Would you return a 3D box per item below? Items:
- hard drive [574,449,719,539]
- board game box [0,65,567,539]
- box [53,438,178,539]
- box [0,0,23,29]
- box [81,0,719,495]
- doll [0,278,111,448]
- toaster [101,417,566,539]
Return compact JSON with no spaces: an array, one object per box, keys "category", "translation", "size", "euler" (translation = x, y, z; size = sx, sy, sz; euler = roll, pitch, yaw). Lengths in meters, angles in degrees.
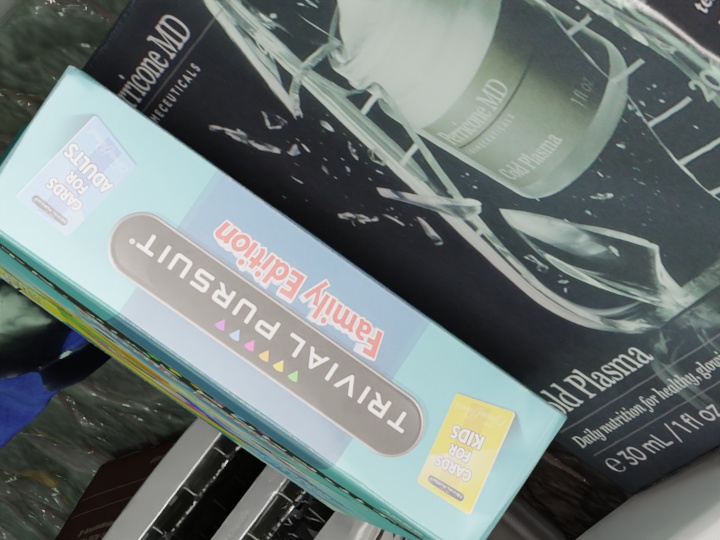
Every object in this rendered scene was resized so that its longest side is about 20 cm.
[{"category":"hard drive","translation":[0.120,0.048,0.741],"size":[0.027,0.200,0.132],"euler":[56,152,1]},{"category":"board game box","translation":[-0.039,0.013,0.766],"size":[0.151,0.047,0.200],"euler":[35,174,-7]},{"category":"box","translation":[-0.065,0.194,1.174],"size":[0.166,0.200,0.164],"euler":[41,152,-17]},{"category":"box","translation":[-0.210,-0.087,0.747],"size":[0.199,0.200,0.171],"euler":[39,111,-5]},{"category":"box","translation":[0.058,-0.066,0.697],"size":[0.196,0.124,0.200],"euler":[36,153,-6]},{"category":"doll","translation":[-0.117,0.019,1.053],"size":[0.136,0.049,0.200],"euler":[10,144,-37]},{"category":"toaster","translation":[-0.013,0.115,0.966],"size":[0.114,0.200,0.129],"euler":[33,171,39]}]
